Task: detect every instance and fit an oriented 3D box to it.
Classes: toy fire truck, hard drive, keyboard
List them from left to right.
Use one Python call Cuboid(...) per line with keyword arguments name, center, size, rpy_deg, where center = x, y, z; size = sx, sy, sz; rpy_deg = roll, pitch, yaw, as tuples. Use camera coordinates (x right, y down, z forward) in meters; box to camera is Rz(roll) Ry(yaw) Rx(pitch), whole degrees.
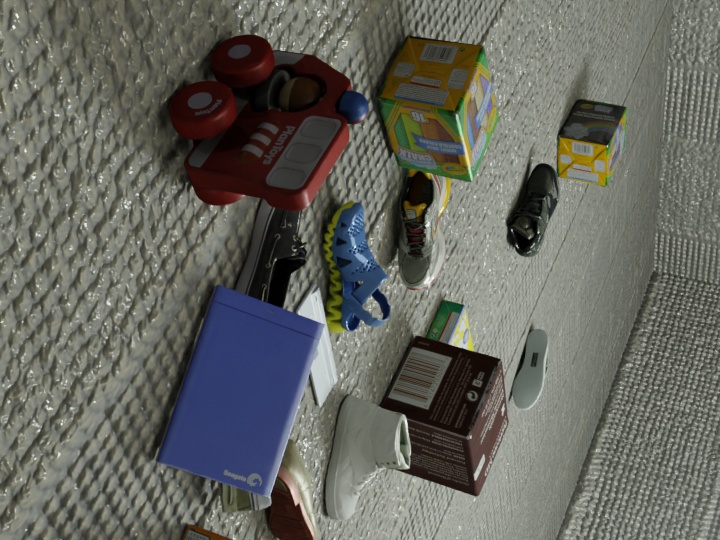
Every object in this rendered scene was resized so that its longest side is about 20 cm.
Cuboid(name="hard drive", center=(-0.131, 0.133, 1.215), size=(0.025, 0.131, 0.202), rpy_deg=(163, -54, -72))
Cuboid(name="toy fire truck", center=(-0.083, -0.145, 1.103), size=(0.201, 0.166, 0.113), rpy_deg=(-59, 152, -36))
Cuboid(name="keyboard", center=(-0.060, 0.106, 1.513), size=(0.056, 0.011, 0.201), rpy_deg=(-52, 148, -36))

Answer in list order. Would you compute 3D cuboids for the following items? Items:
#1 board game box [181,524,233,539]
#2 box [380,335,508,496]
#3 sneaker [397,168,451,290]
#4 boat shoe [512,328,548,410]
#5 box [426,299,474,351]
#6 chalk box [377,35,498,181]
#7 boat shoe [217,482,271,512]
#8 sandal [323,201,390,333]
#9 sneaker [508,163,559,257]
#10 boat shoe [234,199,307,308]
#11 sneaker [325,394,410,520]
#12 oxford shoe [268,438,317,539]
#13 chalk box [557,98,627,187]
Cuboid(name="board game box", center=(-0.123, 0.448, 1.299), size=(0.201, 0.198, 0.200), rpy_deg=(-68, 155, -20))
Cuboid(name="box", center=(0.148, 0.248, 1.881), size=(0.167, 0.163, 0.201), rpy_deg=(-61, 153, -32))
Cuboid(name="sneaker", center=(0.085, -0.071, 1.686), size=(0.082, 0.077, 0.203), rpy_deg=(7, 86, -63))
Cuboid(name="boat shoe", center=(0.419, 0.244, 2.648), size=(0.064, 0.070, 0.202), rpy_deg=(51, 54, -61))
Cuboid(name="box", center=(0.165, 0.160, 2.029), size=(0.201, 0.048, 0.118), rpy_deg=(74, 37, -53))
Cuboid(name="chalk box", center=(0.118, -0.217, 1.582), size=(0.125, 0.123, 0.201), rpy_deg=(-65, 154, -26))
Cuboid(name="boat shoe", center=(-0.149, 0.197, 1.274), size=(0.072, 0.061, 0.202), rpy_deg=(-137, -146, -66))
Cuboid(name="sandal", center=(0.000, 0.000, 1.494), size=(0.080, 0.086, 0.202), rpy_deg=(-46, 141, -48))
Cuboid(name="sneaker", center=(0.364, -0.127, 2.300), size=(0.114, 0.076, 0.202), rpy_deg=(0, 108, -74))
Cuboid(name="boat shoe", center=(-0.094, -0.015, 1.284), size=(0.202, 0.066, 0.070), rpy_deg=(-70, 157, -15))
Cuboid(name="sneaker", center=(0.015, 0.299, 1.661), size=(0.074, 0.114, 0.202), rpy_deg=(-27, 128, -64))
Cuboid(name="oxford shoe", center=(-0.085, 0.311, 1.488), size=(0.201, 0.070, 0.074), rpy_deg=(82, 28, -43))
Cuboid(name="chalk box", center=(0.550, -0.313, 2.577), size=(0.201, 0.123, 0.125), rpy_deg=(-55, 149, -39))
